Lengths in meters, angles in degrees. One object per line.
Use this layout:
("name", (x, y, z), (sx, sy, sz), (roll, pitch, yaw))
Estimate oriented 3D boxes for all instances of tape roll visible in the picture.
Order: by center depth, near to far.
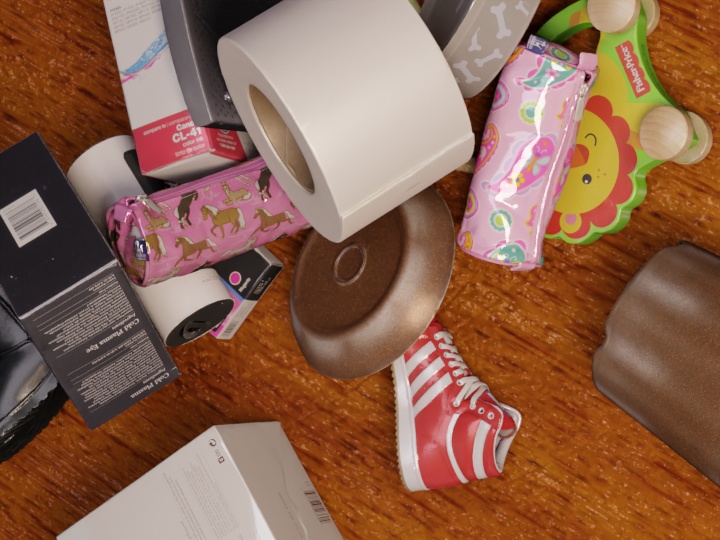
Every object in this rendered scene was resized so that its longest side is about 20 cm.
("tape roll", (-0.014, -0.145, 1.557), (0.139, 0.203, 0.203), (-32, 72, -12))

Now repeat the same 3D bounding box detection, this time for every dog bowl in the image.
("dog bowl", (0.109, -0.244, 1.618), (0.058, 0.200, 0.201), (25, 98, -12))

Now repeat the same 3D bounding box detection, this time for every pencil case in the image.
("pencil case", (0.147, -0.103, 1.596), (0.087, 0.087, 0.202), (21, 102, 23))
("pencil case", (-0.133, -0.052, 1.687), (0.199, 0.087, 0.083), (-20, 80, -25))

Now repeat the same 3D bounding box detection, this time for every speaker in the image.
("speaker", (-0.202, -0.027, 1.753), (0.081, 0.081, 0.201), (-38, 73, 17))

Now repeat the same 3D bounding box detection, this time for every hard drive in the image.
("hard drive", (-0.124, -0.222, 1.679), (0.042, 0.134, 0.202), (-22, 75, 39))

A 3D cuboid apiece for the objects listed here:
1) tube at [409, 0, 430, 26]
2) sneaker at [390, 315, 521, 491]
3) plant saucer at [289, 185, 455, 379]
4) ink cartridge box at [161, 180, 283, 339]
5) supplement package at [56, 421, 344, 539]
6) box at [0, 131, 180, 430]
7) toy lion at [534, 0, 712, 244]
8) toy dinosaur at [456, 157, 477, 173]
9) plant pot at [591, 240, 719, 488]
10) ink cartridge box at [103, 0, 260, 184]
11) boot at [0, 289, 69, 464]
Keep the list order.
("tube", (0.009, -0.275, 1.736), (0.201, 0.052, 0.058), (64, 150, 11))
("sneaker", (0.087, 0.097, 1.662), (0.111, 0.071, 0.202), (-7, 84, 21))
("plant saucer", (0.000, 0.000, 1.675), (0.199, 0.037, 0.202), (-23, 54, 35))
("ink cartridge box", (-0.174, -0.031, 1.804), (0.200, 0.037, 0.095), (43, 104, 22))
("supplement package", (-0.135, 0.275, 1.703), (0.199, 0.147, 0.192), (-35, 74, 17))
("box", (-0.276, 0.011, 1.694), (0.104, 0.183, 0.200), (-31, 50, -7))
("toy lion", (0.203, -0.133, 1.637), (0.191, 0.068, 0.202), (-26, 76, 27))
("toy dinosaur", (0.049, -0.124, 1.688), (0.198, 0.058, 0.102), (12, 70, 2))
("plant pot", (0.311, 0.087, 1.509), (0.198, 0.200, 0.202), (32, 99, 29))
("ink cartridge box", (-0.164, -0.188, 1.747), (0.085, 0.147, 0.202), (-15, 82, 21))
("boot", (-0.368, 0.079, 1.854), (0.168, 0.076, 0.200), (44, 97, 16))
